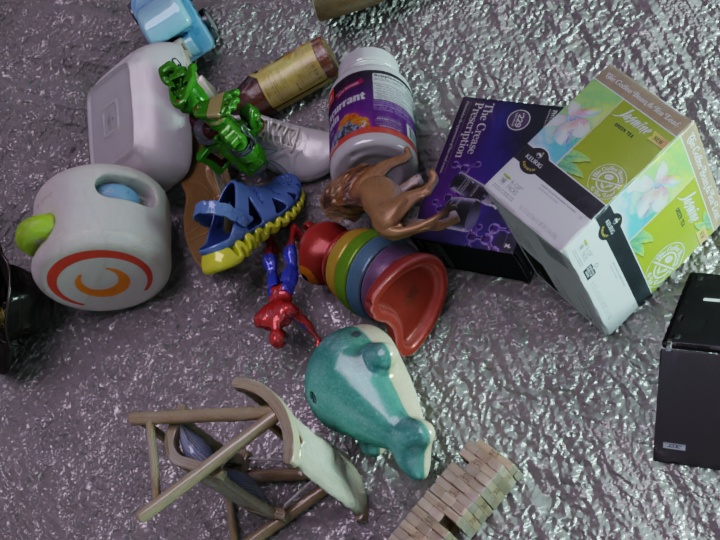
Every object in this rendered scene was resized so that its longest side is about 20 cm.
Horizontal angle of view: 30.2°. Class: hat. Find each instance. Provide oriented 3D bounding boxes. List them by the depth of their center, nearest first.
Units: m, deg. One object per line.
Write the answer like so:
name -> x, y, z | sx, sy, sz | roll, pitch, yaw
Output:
hat -> -0.458, 0.043, 1.802 | 0.080, 0.202, 0.202 | -4, 50, -24

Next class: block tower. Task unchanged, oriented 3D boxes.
block tower -> 0.087, 0.275, 1.441 | 0.058, 0.054, 0.201 | 33, 80, 37

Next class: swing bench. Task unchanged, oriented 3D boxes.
swing bench -> -0.121, 0.219, 1.483 | 0.198, 0.199, 0.131 | -21, 55, 13

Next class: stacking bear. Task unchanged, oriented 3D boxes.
stacking bear -> 0.000, 0.000, 1.610 | 0.199, 0.122, 0.114 | 27, 70, 43

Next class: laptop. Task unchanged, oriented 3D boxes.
laptop -> 0.412, 0.106, 1.404 | 0.175, 0.104, 0.201 | 5, 39, 27

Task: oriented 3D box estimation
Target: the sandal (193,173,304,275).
sandal -> -0.143, -0.078, 1.695 | 0.079, 0.088, 0.200 | -13, 21, 39

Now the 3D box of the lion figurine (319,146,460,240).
lion figurine -> 0.029, -0.078, 1.551 | 0.122, 0.073, 0.200 | -27, 23, -8

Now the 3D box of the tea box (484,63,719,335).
tea box -> 0.271, -0.075, 1.457 | 0.197, 0.200, 0.134 | -45, 53, -3

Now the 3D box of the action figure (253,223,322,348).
action figure -> -0.086, 0.041, 1.661 | 0.065, 0.099, 0.201 | -20, 33, 18

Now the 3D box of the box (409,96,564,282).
box -> 0.163, -0.100, 1.604 | 0.140, 0.079, 0.202 | 11, 68, 28

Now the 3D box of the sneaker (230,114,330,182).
sneaker -> -0.113, -0.168, 1.776 | 0.198, 0.080, 0.071 | 7, 64, 28

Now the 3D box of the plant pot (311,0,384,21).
plant pot -> 0.028, -0.448, 1.821 | 0.197, 0.188, 0.189 | -7, 58, 5

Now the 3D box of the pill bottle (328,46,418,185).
pill bottle -> 0.014, -0.189, 1.696 | 0.110, 0.112, 0.201 | -18, 45, 16

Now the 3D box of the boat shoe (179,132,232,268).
boat shoe -> -0.193, -0.088, 1.775 | 0.073, 0.069, 0.202 | -26, 61, 30

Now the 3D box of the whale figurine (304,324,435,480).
whale figurine -> 0.007, 0.151, 1.488 | 0.103, 0.161, 0.200 | -13, 41, -26

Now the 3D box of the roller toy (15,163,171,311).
roller toy -> -0.338, -0.046, 1.753 | 0.180, 0.201, 0.141 | -12, 58, 8

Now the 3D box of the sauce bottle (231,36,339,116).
sauce bottle -> -0.124, -0.249, 1.835 | 0.198, 0.066, 0.066 | -27, 54, 8

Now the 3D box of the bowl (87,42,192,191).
bowl -> -0.310, -0.202, 1.818 | 0.199, 0.074, 0.203 | -22, 69, 49

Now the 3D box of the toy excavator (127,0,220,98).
toy excavator -> -0.260, -0.322, 1.890 | 0.099, 0.196, 0.200 | -29, 9, 8

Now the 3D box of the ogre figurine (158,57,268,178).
ogre figurine -> -0.181, -0.186, 1.697 | 0.199, 0.120, 0.099 | 20, 70, 36
